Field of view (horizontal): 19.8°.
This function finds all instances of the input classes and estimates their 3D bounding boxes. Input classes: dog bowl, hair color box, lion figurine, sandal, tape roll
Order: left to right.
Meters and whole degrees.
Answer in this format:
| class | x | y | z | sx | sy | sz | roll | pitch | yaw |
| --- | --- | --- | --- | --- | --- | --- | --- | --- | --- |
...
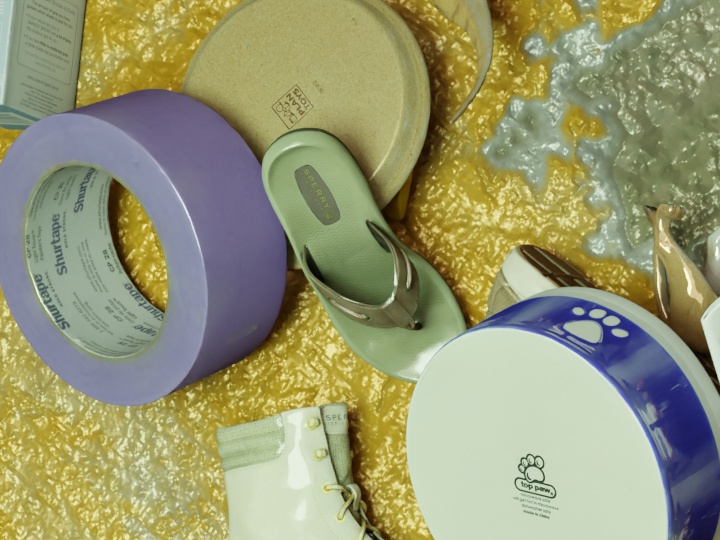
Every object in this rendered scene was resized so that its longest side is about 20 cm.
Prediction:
| class | x | y | z | sx | sy | sz | roll | pitch | yaw |
| --- | --- | --- | --- | --- | --- | --- | --- | --- | --- |
| hair color box | -0.246 | -0.208 | 1.483 | 0.060 | 0.099 | 0.201 | 4 | 84 | 22 |
| tape roll | -0.151 | -0.016 | 1.384 | 0.199 | 0.085 | 0.201 | 14 | 115 | 34 |
| sandal | -0.001 | 0.000 | 1.341 | 0.080 | 0.057 | 0.201 | -32 | 113 | 11 |
| dog bowl | 0.126 | 0.116 | 1.260 | 0.199 | 0.079 | 0.201 | 17 | 117 | 36 |
| lion figurine | 0.255 | 0.031 | 1.285 | 0.199 | 0.072 | 0.123 | 14 | 98 | 36 |

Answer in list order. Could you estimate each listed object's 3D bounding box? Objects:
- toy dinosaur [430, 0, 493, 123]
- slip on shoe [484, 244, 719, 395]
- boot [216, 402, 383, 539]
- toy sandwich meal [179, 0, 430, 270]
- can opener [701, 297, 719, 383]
| class | x | y | z | sx | sy | sz | roll | pitch | yaw |
| --- | --- | --- | --- | --- | --- | --- | --- | --- | --- |
| toy dinosaur | 0.072 | -0.187 | 1.382 | 0.106 | 0.060 | 0.200 | -43 | 50 | 16 |
| slip on shoe | 0.160 | 0.063 | 1.307 | 0.200 | 0.076 | 0.061 | 38 | 110 | 20 |
| boot | -0.004 | 0.164 | 1.358 | 0.199 | 0.072 | 0.156 | -7 | 78 | 20 |
| toy sandwich meal | -0.035 | -0.097 | 1.408 | 0.204 | 0.070 | 0.207 | -4 | 78 | 19 |
| can opener | 0.251 | 0.098 | 1.222 | 0.052 | 0.066 | 0.201 | -22 | 115 | -6 |
